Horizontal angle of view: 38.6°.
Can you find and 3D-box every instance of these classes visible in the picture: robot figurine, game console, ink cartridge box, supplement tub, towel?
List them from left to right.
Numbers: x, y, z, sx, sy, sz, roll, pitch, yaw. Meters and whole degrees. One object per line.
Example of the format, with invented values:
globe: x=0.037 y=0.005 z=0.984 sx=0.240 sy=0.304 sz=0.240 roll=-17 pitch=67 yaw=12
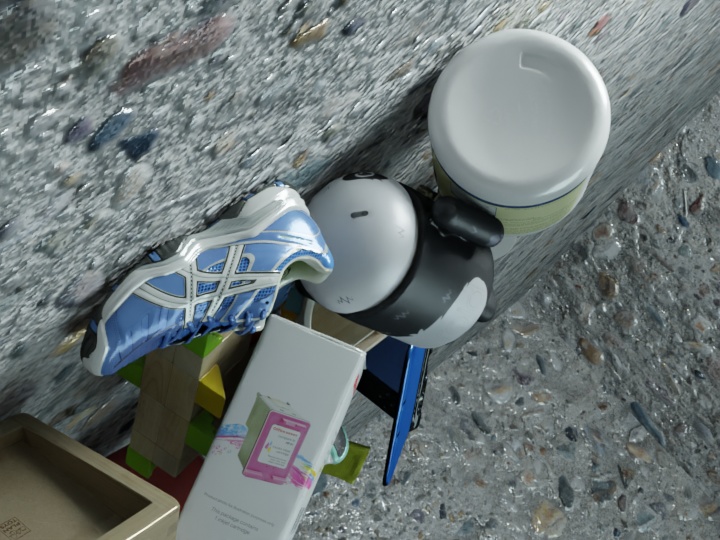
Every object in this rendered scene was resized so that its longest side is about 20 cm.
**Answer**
ink cartridge box: x=-0.071 y=0.148 z=0.833 sx=0.145 sy=0.085 sz=0.200 roll=94 pitch=20 yaw=-78
towel: x=-0.092 y=0.208 z=1.250 sx=0.086 sy=0.200 sz=0.018 roll=111 pitch=-4 yaw=-52
game console: x=0.022 y=0.110 z=1.183 sx=0.118 sy=0.171 sz=0.200 roll=-21 pitch=132 yaw=-39
robot figurine: x=0.034 y=-0.008 z=0.879 sx=0.200 sy=0.125 sz=0.150 roll=24 pitch=101 yaw=-43
supplement tub: x=0.134 y=-0.109 z=0.896 sx=0.145 sy=0.145 sz=0.200 roll=-42 pitch=169 yaw=-2

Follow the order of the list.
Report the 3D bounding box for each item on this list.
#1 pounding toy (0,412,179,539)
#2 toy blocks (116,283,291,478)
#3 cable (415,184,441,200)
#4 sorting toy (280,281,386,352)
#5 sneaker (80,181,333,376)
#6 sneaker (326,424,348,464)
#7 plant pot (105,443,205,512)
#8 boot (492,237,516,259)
pounding toy: x=-0.248 y=0.202 z=0.715 sx=0.184 sy=0.200 sz=0.142 roll=-26 pitch=133 yaw=-55
toy blocks: x=-0.123 y=0.075 z=0.865 sx=0.137 sy=0.100 sz=0.200 roll=-44 pitch=160 yaw=-47
cable: x=0.086 y=-0.057 z=1.156 sx=0.097 sy=0.050 sz=0.200 roll=-63 pitch=166 yaw=0
sorting toy: x=0.000 y=0.000 z=1.012 sx=0.200 sy=0.107 sz=0.180 roll=-36 pitch=159 yaw=-20
sneaker: x=-0.104 y=0.015 z=0.722 sx=0.200 sy=0.077 sz=0.076 roll=-36 pitch=170 yaw=-22
sneaker: x=-0.123 y=0.185 z=1.121 sx=0.140 sy=0.200 sz=0.078 roll=127 pitch=-24 yaw=-53
plant pot: x=-0.208 y=0.257 z=0.983 sx=0.177 sy=0.200 sz=0.200 roll=-39 pitch=169 yaw=-18
boot: x=0.143 y=-0.079 z=1.166 sx=0.073 sy=0.091 sz=0.200 roll=-2 pitch=158 yaw=-12
